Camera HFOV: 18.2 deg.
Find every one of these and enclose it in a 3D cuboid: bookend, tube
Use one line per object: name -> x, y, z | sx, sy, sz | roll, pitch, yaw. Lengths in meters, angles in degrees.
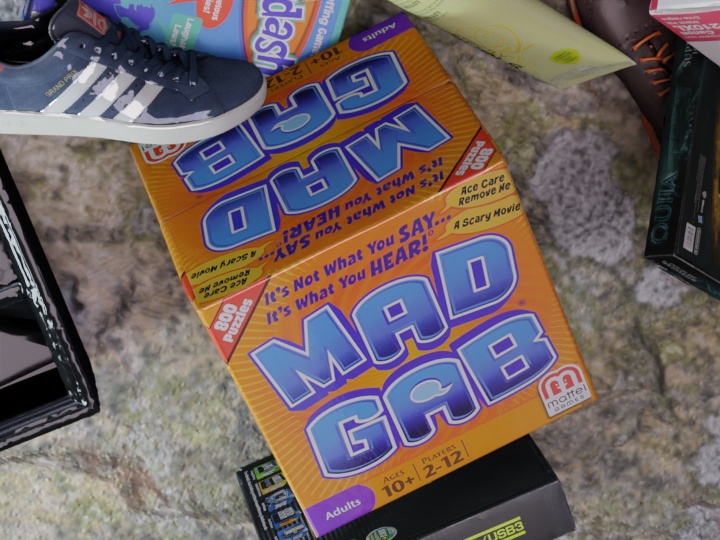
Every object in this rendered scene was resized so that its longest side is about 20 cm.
bookend -> -0.296, 0.027, 1.444 | 0.198, 0.092, 0.201 | -21, 110, -4
tube -> 0.082, -0.167, 1.450 | 0.200, 0.058, 0.052 | 26, 109, -31

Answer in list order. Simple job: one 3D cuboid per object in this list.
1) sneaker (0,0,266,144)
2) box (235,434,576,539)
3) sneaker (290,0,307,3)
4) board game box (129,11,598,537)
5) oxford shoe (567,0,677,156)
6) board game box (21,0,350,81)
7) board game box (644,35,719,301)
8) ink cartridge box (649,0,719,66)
sneaker -> -0.156, -0.131, 1.382 | 0.199, 0.075, 0.085 | -2, 124, -9
box -> 0.025, 0.151, 1.493 | 0.193, 0.200, 0.048 | -24, 112, -2
sneaker -> 0.014, -0.237, 1.354 | 0.200, 0.070, 0.080 | -40, 69, 4
board game box -> 0.000, 0.000, 1.415 | 0.199, 0.200, 0.200 | -26, 127, -2
oxford shoe -> 0.201, -0.144, 1.499 | 0.071, 0.073, 0.200 | -35, 111, 1
board game box -> -0.100, -0.206, 1.432 | 0.199, 0.045, 0.153 | 12, 106, -16
board game box -> 0.247, -0.081, 1.476 | 0.135, 0.028, 0.201 | 27, 68, -43
ink cartridge box -> 0.274, -0.194, 1.419 | 0.200, 0.084, 0.145 | 26, 69, -49
